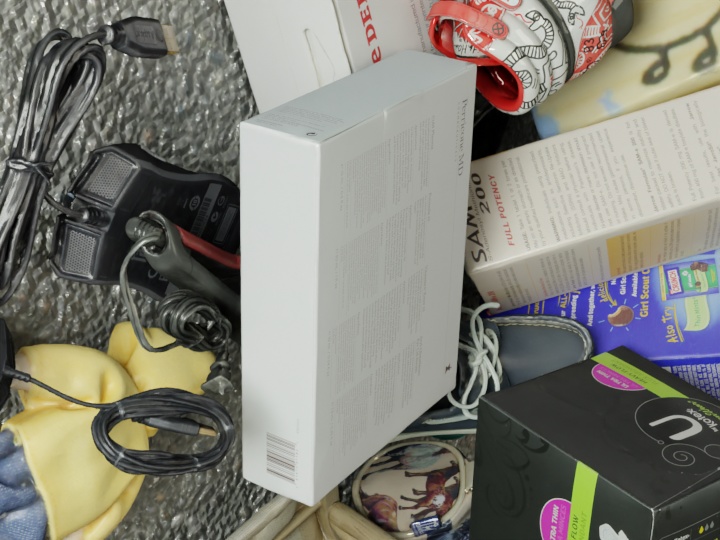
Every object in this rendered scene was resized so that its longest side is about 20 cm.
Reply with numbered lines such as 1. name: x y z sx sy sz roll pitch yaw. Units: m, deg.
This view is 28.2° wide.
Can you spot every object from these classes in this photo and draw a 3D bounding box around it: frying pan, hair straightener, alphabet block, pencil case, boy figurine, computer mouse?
1. frying pan: 0.062 -0.081 0.916 0.115 0.031 0.190 -52 165 -21
2. hair straightener: -0.067 0.023 0.722 0.200 0.041 0.077 43 39 -67
3. alphabet block: 0.223 -0.189 0.958 0.196 0.200 0.196 2 68 -56
4. pencil case: 0.069 0.204 0.968 0.200 0.089 0.078 63 37 -36
5. boy figurine: -0.149 0.084 0.705 0.200 0.064 0.124 -45 134 -38
6. computer mouse: -0.115 -0.055 0.699 0.200 0.046 0.141 1 111 -63
7. computer mouse: -0.151 0.053 0.647 0.200 0.034 0.059 23 54 -21

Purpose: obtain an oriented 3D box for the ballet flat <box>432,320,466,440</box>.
1. ballet flat: 0.038 0.035 0.969 0.064 0.067 0.200 -82 158 -44

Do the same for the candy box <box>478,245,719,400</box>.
1. candy box: 0.188 0.019 0.999 0.077 0.200 0.169 67 26 -44

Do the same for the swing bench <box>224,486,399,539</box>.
1. swing bench: -0.022 0.244 0.828 0.199 0.200 0.130 -37 156 -32

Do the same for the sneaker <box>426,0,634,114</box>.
1. sneaker: 0.076 -0.183 0.778 0.108 0.067 0.202 -41 123 -21

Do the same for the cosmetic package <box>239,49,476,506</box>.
1. cosmetic package: 0.000 0.000 0.753 0.151 0.052 0.200 -30 130 -48

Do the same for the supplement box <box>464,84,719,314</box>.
1. supplement box: 0.160 -0.044 0.913 0.126 0.200 0.074 52 23 -73

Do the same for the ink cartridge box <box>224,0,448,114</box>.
1. ink cartridge box: 0.016 -0.173 0.830 0.200 0.083 0.147 -47 136 -36

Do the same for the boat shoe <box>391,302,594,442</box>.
1. boat shoe: 0.055 0.063 0.895 0.062 0.200 0.075 101 -20 -70

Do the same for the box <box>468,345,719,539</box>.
1. box: 0.157 0.174 0.872 0.124 0.148 0.200 -17 120 -32
